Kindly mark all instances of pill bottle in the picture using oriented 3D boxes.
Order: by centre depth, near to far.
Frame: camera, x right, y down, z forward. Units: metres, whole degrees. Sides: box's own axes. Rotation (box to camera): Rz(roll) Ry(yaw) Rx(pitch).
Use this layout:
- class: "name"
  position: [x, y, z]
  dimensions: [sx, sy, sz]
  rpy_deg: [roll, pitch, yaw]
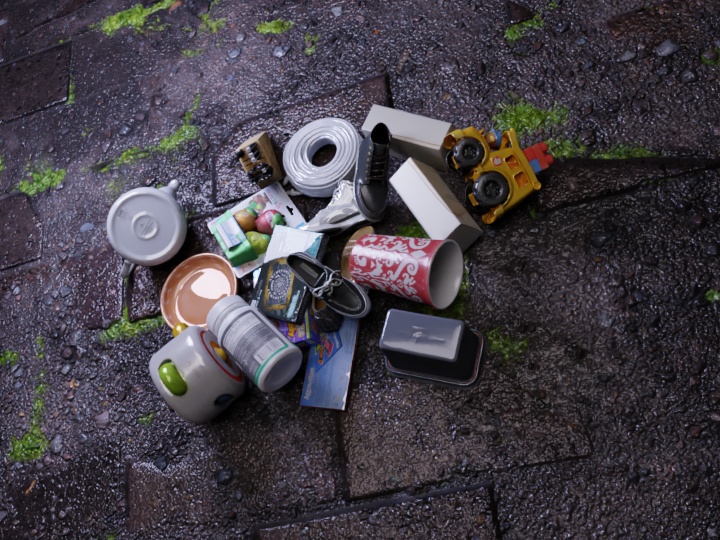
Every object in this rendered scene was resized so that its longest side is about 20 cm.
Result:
- class: "pill bottle"
  position: [-0.222, 0.146, 1.490]
  dimensions: [0.113, 0.113, 0.200]
  rpy_deg: [-47, 62, -5]

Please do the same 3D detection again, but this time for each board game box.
- class: "board game box"
  position: [-0.062, 0.192, 1.524]
  dimensions: [0.102, 0.019, 0.201]
  rpy_deg: [2, 69, 20]
- class: "board game box"
  position: [-0.156, 0.007, 1.555]
  dimensions: [0.135, 0.028, 0.201]
  rpy_deg: [12, 80, 31]
- class: "board game box"
  position: [-0.164, 0.077, 1.584]
  dimensions: [0.134, 0.045, 0.201]
  rpy_deg: [-19, 62, 22]

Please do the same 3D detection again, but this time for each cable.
- class: "cable"
  position: [-0.085, -0.268, 1.703]
  dimensions: [0.199, 0.069, 0.201]
  rpy_deg: [9, 71, 23]

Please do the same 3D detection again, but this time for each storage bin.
- class: "storage bin"
  position: [0.136, 0.135, 1.414]
  dimensions: [0.199, 0.134, 0.147]
  rpy_deg: [9, 71, 22]

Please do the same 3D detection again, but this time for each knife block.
- class: "knife block"
  position: [-0.255, -0.282, 1.708]
  dimensions: [0.064, 0.176, 0.201]
  rpy_deg: [-24, 62, 7]

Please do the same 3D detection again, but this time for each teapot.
- class: "teapot"
  position: [-0.511, -0.101, 1.745]
  dimensions: [0.199, 0.146, 0.199]
  rpy_deg: [-18, 95, -9]

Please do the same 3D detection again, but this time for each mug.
- class: "mug"
  position: [0.091, 0.011, 1.452]
  dimensions: [0.199, 0.178, 0.133]
  rpy_deg: [11, 42, 36]

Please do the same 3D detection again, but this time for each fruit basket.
- class: "fruit basket"
  position: [-0.238, -0.101, 1.673]
  dimensions: [0.199, 0.094, 0.186]
  rpy_deg: [-34, 61, -1]

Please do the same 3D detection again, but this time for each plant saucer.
- class: "plant saucer"
  position: [-0.370, 0.058, 1.681]
  dimensions: [0.199, 0.037, 0.202]
  rpy_deg: [-8, 66, 17]

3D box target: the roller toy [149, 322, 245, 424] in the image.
- class: "roller toy"
  position: [-0.336, 0.213, 1.520]
  dimensions: [0.140, 0.183, 0.200]
  rpy_deg: [-39, 28, 2]

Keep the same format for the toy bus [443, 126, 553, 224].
- class: "toy bus"
  position: [0.289, -0.224, 1.489]
  dimensions: [0.191, 0.136, 0.201]
  rpy_deg: [-30, 91, -1]

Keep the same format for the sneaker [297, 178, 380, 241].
- class: "sneaker"
  position: [-0.060, -0.136, 1.626]
  dimensions: [0.199, 0.076, 0.116]
  rpy_deg: [-16, 74, 2]

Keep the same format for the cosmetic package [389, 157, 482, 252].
- class: "cosmetic package"
  position: [0.158, -0.136, 1.525]
  dimensions: [0.073, 0.103, 0.200]
  rpy_deg: [-46, 59, 21]

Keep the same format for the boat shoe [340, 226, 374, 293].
- class: "boat shoe"
  position: [0.000, 0.000, 1.561]
  dimensions: [0.070, 0.069, 0.201]
  rpy_deg: [-8, 55, 40]

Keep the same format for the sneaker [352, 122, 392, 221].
- class: "sneaker"
  position: [0.028, -0.213, 1.558]
  dimensions: [0.074, 0.106, 0.201]
  rpy_deg: [1, 70, -14]

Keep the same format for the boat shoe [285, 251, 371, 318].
- class: "boat shoe"
  position: [-0.067, 0.026, 1.463]
  dimensions: [0.199, 0.068, 0.074]
  rpy_deg: [41, 96, 13]

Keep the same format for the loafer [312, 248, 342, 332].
- class: "loafer"
  position: [-0.069, 0.030, 1.558]
  dimensions: [0.072, 0.072, 0.201]
  rpy_deg: [-12, 53, 12]

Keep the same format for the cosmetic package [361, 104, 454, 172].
- class: "cosmetic package"
  position: [0.114, -0.298, 1.627]
  dimensions: [0.199, 0.104, 0.073]
  rpy_deg: [19, 75, 26]
